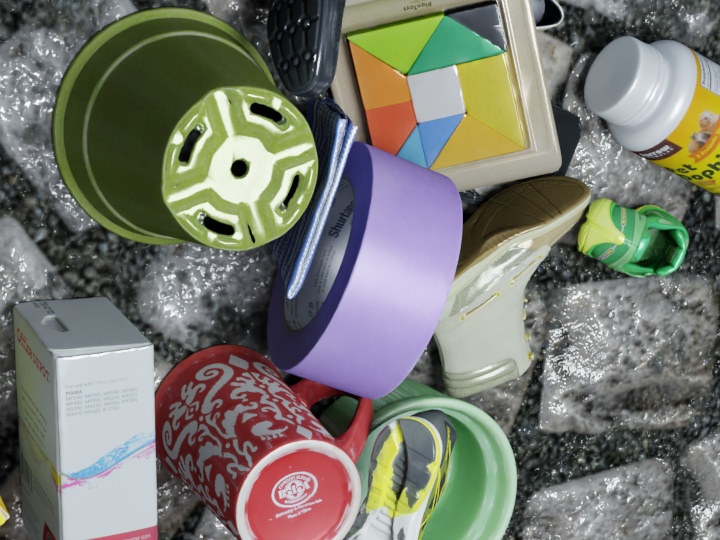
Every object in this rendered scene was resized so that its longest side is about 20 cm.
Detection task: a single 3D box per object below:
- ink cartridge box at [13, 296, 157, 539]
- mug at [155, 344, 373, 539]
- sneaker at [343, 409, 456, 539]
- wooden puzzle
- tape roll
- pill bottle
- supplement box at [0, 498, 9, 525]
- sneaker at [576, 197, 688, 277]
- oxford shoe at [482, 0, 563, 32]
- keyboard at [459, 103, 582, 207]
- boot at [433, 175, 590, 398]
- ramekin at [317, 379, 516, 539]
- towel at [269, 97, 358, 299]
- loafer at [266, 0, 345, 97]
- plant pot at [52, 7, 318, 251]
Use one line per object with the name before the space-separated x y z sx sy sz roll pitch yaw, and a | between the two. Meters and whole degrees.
ink cartridge box | -0.224 0.136 1.135 0.082 0.146 0.201 -6 107 -25
mug | -0.074 0.140 1.176 0.178 0.200 0.133 -48 118 -5
sneaker | 0.036 0.207 1.205 0.084 0.074 0.201 -22 140 -58
wooden puzzle | 0.068 -0.153 1.204 0.184 0.037 0.201 -12 116 8
tape roll | 0.000 0.000 1.165 0.085 0.200 0.201 20 96 -19
pill bottle | 0.311 -0.147 1.325 0.199 0.109 0.110 22 95 -28
supplement box | -0.354 0.140 1.045 0.109 0.200 0.109 -36 116 -12
sneaker | 0.272 -0.020 1.331 0.200 0.083 0.074 2 115 -58
oxford shoe | 0.089 -0.253 1.210 0.199 0.074 0.071 8 101 -27
keyboard | 0.109 -0.115 1.292 0.199 0.021 0.128 20 94 -27
boot | 0.141 0.015 1.304 0.199 0.072 0.155 -34 129 -16
ramekin | 0.037 0.198 1.302 0.199 0.098 0.201 -7 108 -23
towel | -0.044 -0.066 1.135 0.024 0.200 0.146 17 99 -10
loafer | -0.033 -0.231 1.127 0.070 0.068 0.202 18 63 -46
plant pot | -0.123 -0.095 1.092 0.199 0.190 0.201 -7 108 -23
